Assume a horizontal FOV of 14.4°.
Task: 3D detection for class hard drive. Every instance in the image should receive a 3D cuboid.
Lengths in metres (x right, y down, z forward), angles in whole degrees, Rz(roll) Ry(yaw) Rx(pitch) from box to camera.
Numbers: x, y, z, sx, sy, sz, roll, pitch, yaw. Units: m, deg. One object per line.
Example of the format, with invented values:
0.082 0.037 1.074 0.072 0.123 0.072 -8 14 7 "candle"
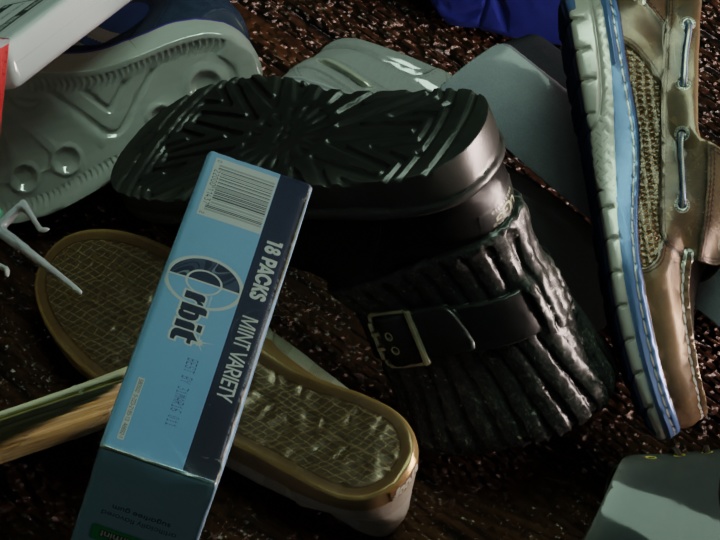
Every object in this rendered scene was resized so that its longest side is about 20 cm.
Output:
0.133 -0.038 1.336 0.200 0.042 0.135 40 13 5 "hard drive"

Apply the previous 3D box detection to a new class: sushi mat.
-0.163 0.073 1.112 0.199 0.096 0.012 -18 81 -38 "sushi mat"

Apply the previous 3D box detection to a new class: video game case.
-0.185 -0.110 1.273 0.181 0.023 0.200 -8 21 26 "video game case"

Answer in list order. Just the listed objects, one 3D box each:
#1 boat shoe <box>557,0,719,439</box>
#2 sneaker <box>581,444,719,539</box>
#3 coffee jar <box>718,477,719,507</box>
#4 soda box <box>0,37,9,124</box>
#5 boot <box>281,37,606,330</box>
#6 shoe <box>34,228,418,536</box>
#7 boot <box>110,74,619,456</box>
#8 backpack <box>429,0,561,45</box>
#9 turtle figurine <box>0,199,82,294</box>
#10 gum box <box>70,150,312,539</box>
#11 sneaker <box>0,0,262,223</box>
0.136 -0.029 1.236 0.072 0.072 0.201 -9 84 0 "boat shoe"
0.169 0.091 1.239 0.106 0.075 0.200 29 40 10 "sneaker"
0.224 0.133 1.128 0.200 0.085 0.105 45 18 -33 "coffee jar"
-0.245 -0.075 1.158 0.199 0.070 0.063 11 8 23 "soda box"
0.050 -0.050 1.359 0.199 0.074 0.096 31 39 9 "boot"
-0.059 0.051 1.219 0.200 0.053 0.070 33 73 23 "shoe"
-0.001 0.002 1.239 0.210 0.158 0.080 6 47 39 "boot"
0.085 -0.246 1.536 0.167 0.163 0.200 16 39 1 "backpack"
-0.222 0.013 1.149 0.199 0.101 0.150 18 17 25 "turtle figurine"
-0.079 0.085 1.041 0.044 0.201 0.170 18 39 -2 "gum box"
-0.149 -0.087 1.335 0.199 0.081 0.146 -16 22 -10 "sneaker"
